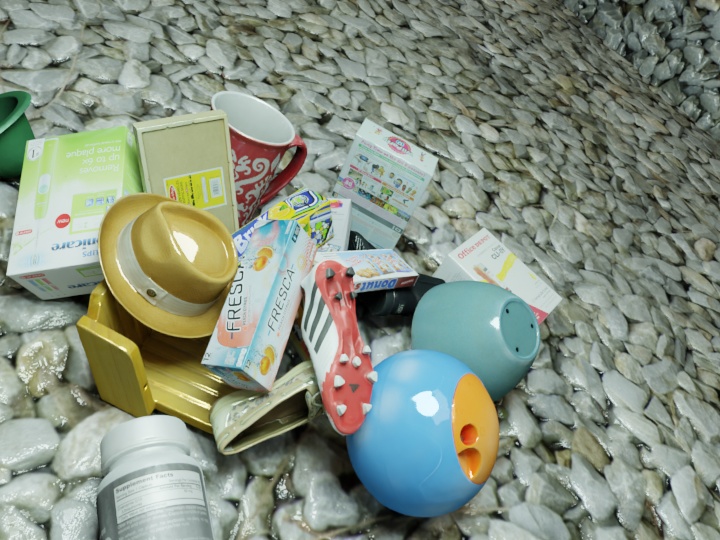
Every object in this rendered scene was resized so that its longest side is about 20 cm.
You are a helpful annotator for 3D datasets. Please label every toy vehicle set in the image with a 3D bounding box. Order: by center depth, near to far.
[{"bbox_3d":[-0.236,-0.111,0.857,0.122,0.204,0.026,-16,33,-27],"label":"toy vehicle set"}]

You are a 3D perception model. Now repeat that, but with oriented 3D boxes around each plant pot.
[{"bbox_3d":[0.194,0.102,0.941,0.197,0.134,0.205,14,66,-33],"label":"plant pot"}]

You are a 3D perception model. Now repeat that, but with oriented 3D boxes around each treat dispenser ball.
[{"bbox_3d":[0.078,0.205,0.787,0.196,0.203,0.204,15,44,-15],"label":"treat dispenser ball"}]

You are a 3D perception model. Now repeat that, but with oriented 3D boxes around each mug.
[{"bbox_3d":[-0.180,-0.147,0.969,0.174,0.202,0.135,18,34,-21],"label":"mug"}]

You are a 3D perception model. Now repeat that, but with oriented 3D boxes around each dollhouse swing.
[{"bbox_3d":[-0.213,0.075,0.786,0.172,0.185,0.202,12,41,11],"label":"dollhouse swing"}]

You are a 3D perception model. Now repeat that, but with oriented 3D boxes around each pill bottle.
[{"bbox_3d":[-0.212,0.264,0.639,0.111,0.115,0.203,-2,51,-29],"label":"pill bottle"}]

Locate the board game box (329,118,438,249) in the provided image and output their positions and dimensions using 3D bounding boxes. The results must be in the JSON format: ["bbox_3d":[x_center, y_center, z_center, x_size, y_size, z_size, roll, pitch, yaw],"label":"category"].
[{"bbox_3d":[0.028,-0.137,1.080,0.145,0.202,0.065,28,42,-1],"label":"board game box"}]

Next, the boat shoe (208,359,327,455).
[{"bbox_3d":[-0.083,0.166,0.748,0.196,0.075,0.063,-21,37,-12],"label":"boat shoe"}]

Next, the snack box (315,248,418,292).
[{"bbox_3d":[0.000,0.000,0.909,0.197,0.025,0.072,-5,39,-46],"label":"snack box"}]

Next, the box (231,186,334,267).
[{"bbox_3d":[-0.130,-0.042,0.926,0.064,0.071,0.199,28,52,32],"label":"box"}]

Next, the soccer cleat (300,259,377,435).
[{"bbox_3d":[-0.033,0.090,0.727,0.067,0.085,0.205,1,74,-37],"label":"soccer cleat"}]

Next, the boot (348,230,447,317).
[{"bbox_3d":[0.063,0.018,1.051,0.165,0.077,0.201,13,27,-36],"label":"boot"}]

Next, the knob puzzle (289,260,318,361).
[{"bbox_3d":[-0.063,0.073,0.836,0.030,0.222,0.221,-20,61,-32],"label":"knob puzzle"}]

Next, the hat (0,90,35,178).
[{"bbox_3d":[-0.517,-0.154,0.936,0.195,0.178,0.168,-9,45,15],"label":"hat"}]

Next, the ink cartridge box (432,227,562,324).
[{"bbox_3d":[0.245,0.036,1.122,0.200,0.084,0.144,44,45,15],"label":"ink cartridge box"}]

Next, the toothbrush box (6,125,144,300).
[{"bbox_3d":[-0.368,-0.078,0.821,0.142,0.086,0.205,-7,66,3],"label":"toothbrush box"}]

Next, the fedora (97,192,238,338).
[{"bbox_3d":[-0.213,-0.021,0.745,0.198,0.081,0.204,29,45,-33],"label":"fedora"}]

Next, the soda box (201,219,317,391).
[{"bbox_3d":[-0.118,0.039,0.751,0.062,0.069,0.204,0,59,27],"label":"soda box"}]

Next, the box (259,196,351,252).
[{"bbox_3d":[-0.097,-0.043,1.005,0.152,0.042,0.203,2,46,4],"label":"box"}]
